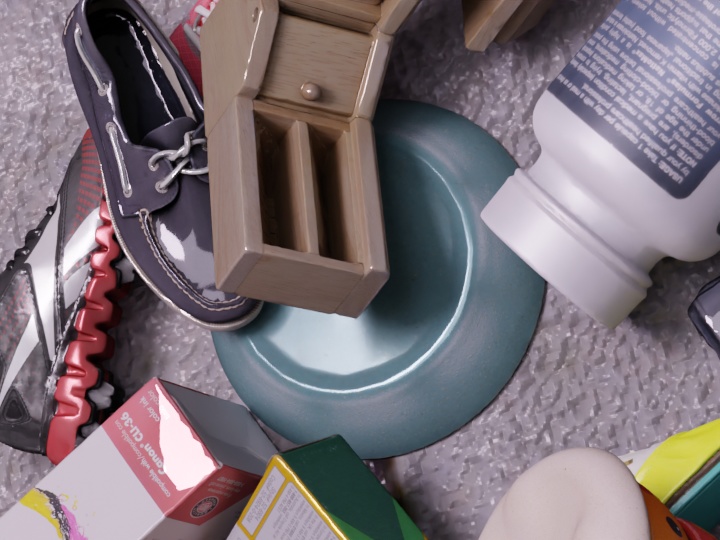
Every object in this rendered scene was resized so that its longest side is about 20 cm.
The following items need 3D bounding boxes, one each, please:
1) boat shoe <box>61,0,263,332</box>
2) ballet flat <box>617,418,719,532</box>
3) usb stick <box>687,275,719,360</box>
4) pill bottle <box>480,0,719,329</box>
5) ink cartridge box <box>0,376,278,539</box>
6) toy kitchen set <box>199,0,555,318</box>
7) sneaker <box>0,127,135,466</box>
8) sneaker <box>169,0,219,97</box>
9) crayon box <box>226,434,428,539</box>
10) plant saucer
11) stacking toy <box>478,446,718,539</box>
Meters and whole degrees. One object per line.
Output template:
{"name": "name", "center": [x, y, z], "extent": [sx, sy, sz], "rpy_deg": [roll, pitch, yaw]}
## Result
{"name": "boat shoe", "center": [-0.107, -0.062, 1.338], "extent": [0.073, 0.063, 0.200], "rpy_deg": [-22, 78, -8]}
{"name": "ballet flat", "center": [0.126, 0.135, 1.248], "extent": [0.067, 0.067, 0.200], "rpy_deg": [39, 97, 28]}
{"name": "usb stick", "center": [0.254, -0.019, 1.245], "extent": [0.200, 0.033, 0.055], "rpy_deg": [-36, 66, 12]}
{"name": "pill bottle", "center": [0.157, -0.075, 1.252], "extent": [0.120, 0.120, 0.200], "rpy_deg": [43, 96, 25]}
{"name": "ink cartridge box", "center": [-0.139, 0.152, 1.329], "extent": [0.200, 0.116, 0.068], "rpy_deg": [-42, 67, 9]}
{"name": "toy kitchen set", "center": [0.035, -0.101, 1.262], "extent": [0.200, 0.163, 0.181], "rpy_deg": [128, 146, -46]}
{"name": "sneaker", "center": [-0.171, 0.009, 1.391], "extent": [0.098, 0.071, 0.201], "rpy_deg": [10, 82, 4]}
{"name": "sneaker", "center": [-0.059, -0.156, 1.381], "extent": [0.200, 0.087, 0.074], "rpy_deg": [-46, 65, 8]}
{"name": "crayon box", "center": [0.008, 0.198, 1.263], "extent": [0.200, 0.052, 0.126], "rpy_deg": [49, 130, 25]}
{"name": "plant saucer", "center": [0.000, 0.000, 1.349], "extent": [0.200, 0.036, 0.200], "rpy_deg": [-5, 77, 22]}
{"name": "stacking toy", "center": [0.156, 0.175, 1.175], "extent": [0.146, 0.200, 0.146], "rpy_deg": [-45, 35, 44]}
